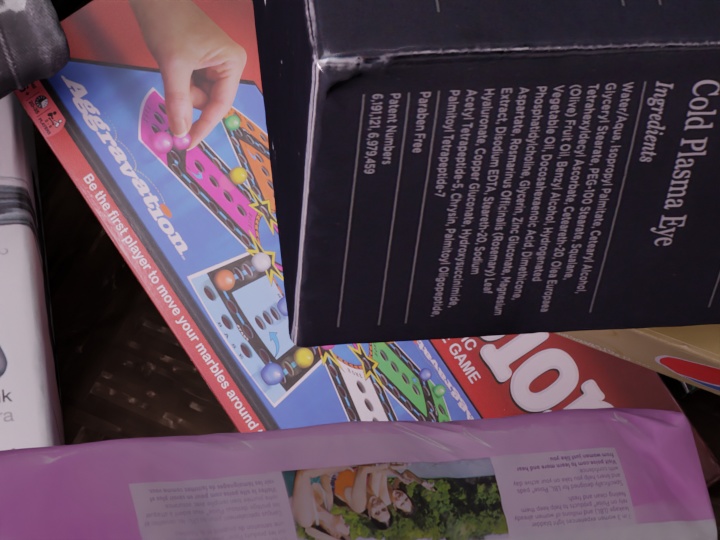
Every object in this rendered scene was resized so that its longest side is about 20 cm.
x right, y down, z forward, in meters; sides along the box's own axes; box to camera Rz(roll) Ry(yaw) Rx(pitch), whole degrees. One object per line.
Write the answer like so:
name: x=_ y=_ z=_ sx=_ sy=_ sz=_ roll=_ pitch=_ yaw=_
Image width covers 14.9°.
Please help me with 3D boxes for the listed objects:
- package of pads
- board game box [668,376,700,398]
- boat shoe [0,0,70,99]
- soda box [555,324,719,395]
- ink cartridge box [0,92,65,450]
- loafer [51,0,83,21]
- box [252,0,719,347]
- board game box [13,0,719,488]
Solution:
package of pads: x=-0.027 y=0.082 z=0.623 sx=0.200 sy=0.120 sz=0.076 roll=-2 pitch=73 yaw=-34
board game box: x=0.088 y=-0.077 z=0.750 sx=0.105 sy=0.023 sz=0.200 roll=-27 pitch=89 yaw=-1
boat shoe: x=-0.118 y=-0.112 z=0.761 sx=0.068 sy=0.074 sz=0.199 roll=-20 pitch=37 yaw=-1
soda box: x=0.140 y=0.014 z=0.686 sx=0.200 sy=0.068 sz=0.064 roll=21 pitch=84 yaw=10
ink cartridge box: x=-0.157 y=0.025 z=0.761 sx=0.146 sy=0.083 sz=0.200 roll=-7 pitch=55 yaw=-6
loafer: x=-0.104 y=-0.120 z=0.863 sx=0.200 sy=0.068 sz=0.070 roll=-35 pitch=51 yaw=-10
box: x=0.066 y=-0.094 z=0.638 sx=0.182 sy=0.104 sz=0.200 roll=-3 pitch=55 yaw=-6
board game box: x=0.000 y=0.000 z=0.741 sx=0.103 sy=0.019 sz=0.200 roll=-34 pitch=87 yaw=-4
